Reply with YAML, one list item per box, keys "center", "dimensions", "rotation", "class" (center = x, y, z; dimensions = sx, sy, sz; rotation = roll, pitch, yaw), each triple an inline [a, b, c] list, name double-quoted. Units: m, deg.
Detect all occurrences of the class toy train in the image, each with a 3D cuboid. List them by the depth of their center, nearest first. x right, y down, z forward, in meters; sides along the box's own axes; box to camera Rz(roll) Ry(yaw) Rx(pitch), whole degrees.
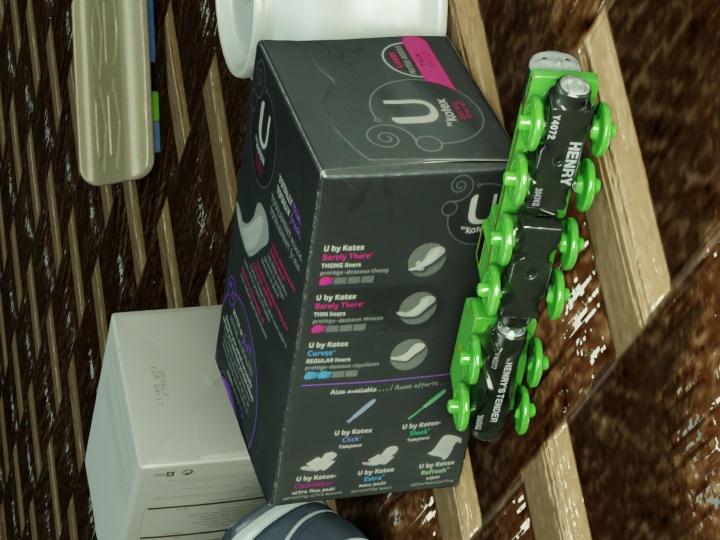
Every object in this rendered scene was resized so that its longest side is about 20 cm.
- center: [0.071, -0.009, 0.865]
  dimensions: [0.057, 0.041, 0.201]
  rotation: [-96, 13, -49]
  class: "toy train"

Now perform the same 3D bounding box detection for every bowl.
- center: [-0.026, -0.153, 1.073]
  dimensions: [0.201, 0.090, 0.203]
  rotation: [176, 90, -73]
  class: "bowl"

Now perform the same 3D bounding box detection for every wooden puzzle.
- center: [-0.213, -0.172, 1.789]
  dimensions: [0.200, 0.046, 0.187]
  rotation: [-179, 86, -69]
  class: "wooden puzzle"

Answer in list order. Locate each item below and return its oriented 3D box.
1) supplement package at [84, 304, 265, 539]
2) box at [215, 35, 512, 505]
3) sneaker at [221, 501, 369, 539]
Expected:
- center: [-0.116, 0.128, 1.374]
  dimensions: [0.201, 0.119, 0.122]
  rotation: [111, 150, -53]
  class: "supplement package"
- center: [0.000, 0.000, 0.982]
  dimensions: [0.123, 0.105, 0.201]
  rotation: [-116, 29, -48]
  class: "box"
- center: [-0.056, 0.225, 1.171]
  dimensions: [0.201, 0.070, 0.108]
  rotation: [-61, 38, 11]
  class: "sneaker"
